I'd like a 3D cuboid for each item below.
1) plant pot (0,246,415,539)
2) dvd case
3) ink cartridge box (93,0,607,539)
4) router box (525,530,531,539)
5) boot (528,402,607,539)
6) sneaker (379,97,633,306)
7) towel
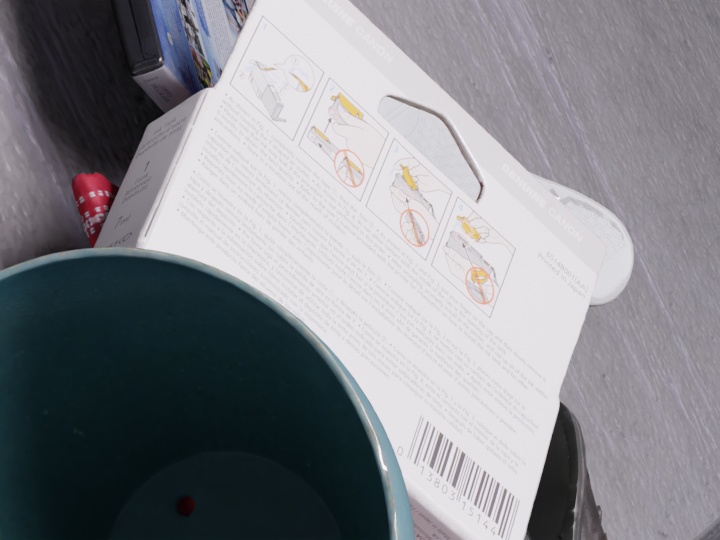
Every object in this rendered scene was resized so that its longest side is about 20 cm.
[{"bbox_3d":[-0.066,0.103,0.965,0.135,0.199,0.201,30,39,-71],"label":"plant pot"},{"bbox_3d":[-0.075,-0.111,1.231,0.200,0.017,0.143,49,24,-66],"label":"dvd case"},{"bbox_3d":[0.000,0.000,1.115,0.200,0.045,0.177,42,45,-22],"label":"ink cartridge box"},{"bbox_3d":[0.003,0.063,1.207,0.201,0.062,0.150,70,15,10],"label":"router box"},{"bbox_3d":[0.116,0.177,1.352,0.174,0.069,0.201,40,39,-48],"label":"boot"},{"bbox_3d":[0.024,-0.035,1.356,0.200,0.099,0.071,31,69,-19],"label":"sneaker"},{"bbox_3d":[-0.062,0.069,1.116,0.145,0.022,0.201,45,25,-74],"label":"towel"}]
